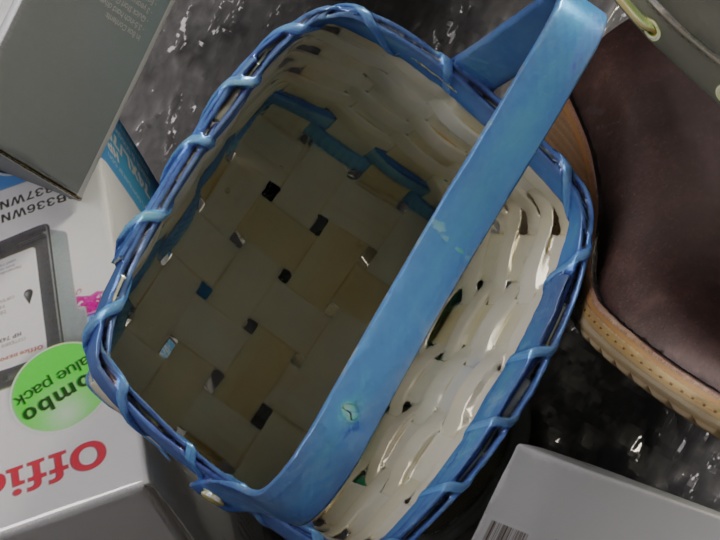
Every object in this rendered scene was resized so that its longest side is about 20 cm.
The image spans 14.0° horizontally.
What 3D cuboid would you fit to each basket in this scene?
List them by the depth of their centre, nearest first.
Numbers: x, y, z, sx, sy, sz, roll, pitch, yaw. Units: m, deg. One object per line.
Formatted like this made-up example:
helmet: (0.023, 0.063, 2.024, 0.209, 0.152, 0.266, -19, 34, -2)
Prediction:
basket: (0.000, 0.000, 0.924, 0.177, 0.139, 0.200, -57, 7, -12)

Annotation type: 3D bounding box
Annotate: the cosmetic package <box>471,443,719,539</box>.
cosmetic package: (0.126, 0.108, 0.878, 0.200, 0.082, 0.051, 18, 77, 51)

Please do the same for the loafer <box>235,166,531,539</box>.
loafer: (-0.004, 0.025, 1.086, 0.075, 0.070, 0.200, -50, 39, 12)

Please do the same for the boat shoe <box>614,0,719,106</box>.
boat shoe: (0.148, -0.058, 0.906, 0.072, 0.202, 0.060, -43, -2, -38)

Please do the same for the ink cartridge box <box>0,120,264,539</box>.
ink cartridge box: (-0.129, 0.065, 1.107, 0.146, 0.146, 0.201, -20, 49, 7)

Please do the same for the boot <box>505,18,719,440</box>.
boot: (0.136, -0.038, 0.968, 0.167, 0.072, 0.200, -52, 40, 9)

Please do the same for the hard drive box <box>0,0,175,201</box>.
hard drive box: (-0.136, -0.148, 1.090, 0.155, 0.077, 0.201, 22, 84, 35)
